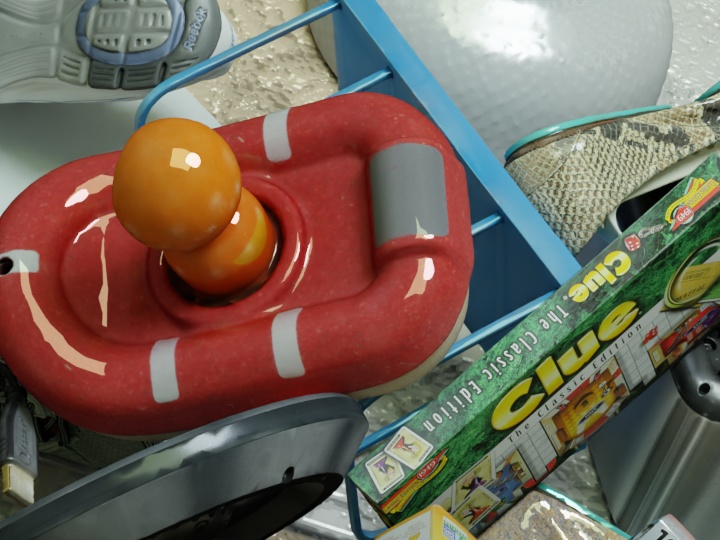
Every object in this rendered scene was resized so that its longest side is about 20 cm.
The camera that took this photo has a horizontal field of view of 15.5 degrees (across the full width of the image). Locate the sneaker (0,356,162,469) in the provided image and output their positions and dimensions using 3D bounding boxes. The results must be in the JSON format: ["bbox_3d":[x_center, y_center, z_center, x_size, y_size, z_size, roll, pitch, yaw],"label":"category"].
[{"bbox_3d":[-0.170,0.056,1.134,0.199,0.078,0.082,17,49,9],"label":"sneaker"}]

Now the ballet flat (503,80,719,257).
[{"bbox_3d":[0.153,-0.052,1.192,0.199,0.068,0.076,-24,81,-29],"label":"ballet flat"}]

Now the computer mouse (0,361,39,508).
[{"bbox_3d":[-0.195,0.094,1.014,0.140,0.046,0.200,9,33,-10],"label":"computer mouse"}]

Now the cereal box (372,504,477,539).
[{"bbox_3d":[0.057,0.207,1.026,0.144,0.039,0.200,44,29,-29],"label":"cereal box"}]

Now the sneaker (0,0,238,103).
[{"bbox_3d":[-0.151,-0.103,1.239,0.199,0.087,0.075,5,83,17],"label":"sneaker"}]

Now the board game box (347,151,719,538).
[{"bbox_3d":[0.087,0.043,1.107,0.200,0.105,0.023,-41,60,-4],"label":"board game box"}]

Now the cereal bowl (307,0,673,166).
[{"bbox_3d":[0.077,-0.152,1.403,0.199,0.083,0.201,11,45,-11],"label":"cereal bowl"}]

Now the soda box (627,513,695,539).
[{"bbox_3d":[0.168,0.193,1.080,0.200,0.064,0.068,48,6,9],"label":"soda box"}]

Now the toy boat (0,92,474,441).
[{"bbox_3d":[-0.061,-0.014,1.048,0.199,0.131,0.131,-14,58,14],"label":"toy boat"}]

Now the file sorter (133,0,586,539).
[{"bbox_3d":[0.000,0.000,1.185,0.122,0.139,0.200,-28,60,-14],"label":"file sorter"}]

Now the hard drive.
[{"bbox_3d":[-0.169,-0.055,1.264,0.200,0.026,0.132,-26,61,-37],"label":"hard drive"}]

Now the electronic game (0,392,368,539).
[{"bbox_3d":[-0.088,0.099,1.031,0.199,0.200,0.042,-18,76,-32],"label":"electronic game"}]

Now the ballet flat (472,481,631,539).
[{"bbox_3d":[0.128,0.157,1.153,0.199,0.068,0.067,23,61,11],"label":"ballet flat"}]

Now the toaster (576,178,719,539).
[{"bbox_3d":[0.202,0.037,1.244,0.180,0.119,0.201,1,48,-18],"label":"toaster"}]
